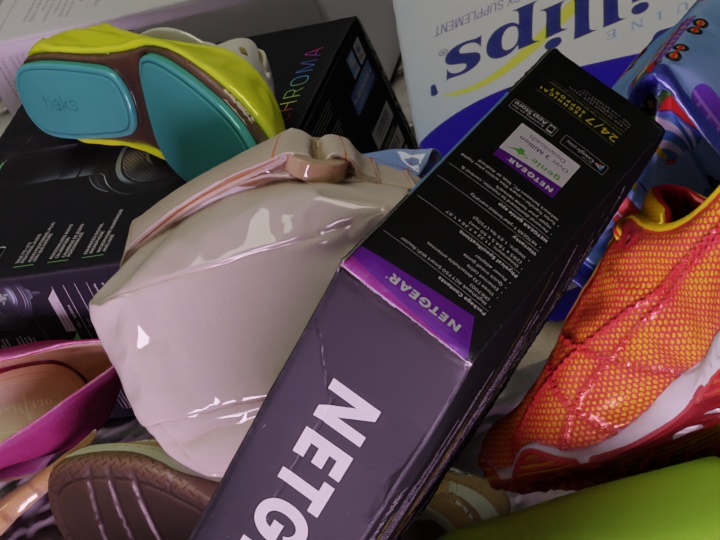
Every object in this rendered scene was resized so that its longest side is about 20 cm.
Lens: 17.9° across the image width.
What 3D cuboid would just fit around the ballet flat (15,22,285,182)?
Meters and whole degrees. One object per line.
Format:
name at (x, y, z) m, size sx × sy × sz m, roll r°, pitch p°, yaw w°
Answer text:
ballet flat at (-0.079, -0.080, 1.011) m, size 0.067 × 0.067 × 0.199 m, roll -29°, pitch 29°, yaw -30°

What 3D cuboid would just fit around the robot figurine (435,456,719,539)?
robot figurine at (0.095, 0.123, 0.723) m, size 0.199 × 0.116 × 0.176 m, roll -16°, pitch 14°, yaw -2°

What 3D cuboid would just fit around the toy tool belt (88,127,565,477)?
toy tool belt at (0.000, 0.000, 0.901) m, size 0.199 × 0.126 × 0.123 m, roll -21°, pitch 5°, yaw 11°

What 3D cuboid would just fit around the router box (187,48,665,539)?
router box at (0.009, 0.042, 0.728) m, size 0.051 × 0.200 × 0.149 m, roll 35°, pitch 40°, yaw 8°

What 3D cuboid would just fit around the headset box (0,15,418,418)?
headset box at (-0.095, -0.021, 1.082) m, size 0.199 × 0.093 × 0.175 m, roll -7°, pitch 38°, yaw 28°

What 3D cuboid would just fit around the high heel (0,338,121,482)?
high heel at (-0.193, 0.069, 0.962) m, size 0.096 × 0.199 × 0.068 m, roll -46°, pitch 58°, yaw 44°

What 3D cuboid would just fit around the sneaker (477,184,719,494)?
sneaker at (0.102, 0.019, 0.741) m, size 0.200 × 0.073 × 0.078 m, roll -43°, pitch 54°, yaw 48°

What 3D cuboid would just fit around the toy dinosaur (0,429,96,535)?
toy dinosaur at (-0.194, 0.149, 0.967) m, size 0.106 × 0.061 × 0.201 m, roll 15°, pitch 61°, yaw 29°

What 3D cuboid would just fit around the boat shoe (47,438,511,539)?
boat shoe at (-0.032, 0.097, 0.916) m, size 0.199 × 0.072 × 0.076 m, roll 9°, pitch 33°, yaw 31°

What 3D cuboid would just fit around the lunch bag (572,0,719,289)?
lunch bag at (0.176, -0.011, 0.812) m, size 0.094 × 0.200 × 0.151 m, roll -48°, pitch 0°, yaw 41°

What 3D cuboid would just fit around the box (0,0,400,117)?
box at (-0.084, -0.135, 1.223) m, size 0.199 × 0.098 × 0.125 m, roll -10°, pitch 37°, yaw 25°

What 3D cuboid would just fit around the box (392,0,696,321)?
box at (0.118, -0.099, 1.009) m, size 0.183 × 0.105 × 0.201 m, roll -21°, pitch 41°, yaw 11°
